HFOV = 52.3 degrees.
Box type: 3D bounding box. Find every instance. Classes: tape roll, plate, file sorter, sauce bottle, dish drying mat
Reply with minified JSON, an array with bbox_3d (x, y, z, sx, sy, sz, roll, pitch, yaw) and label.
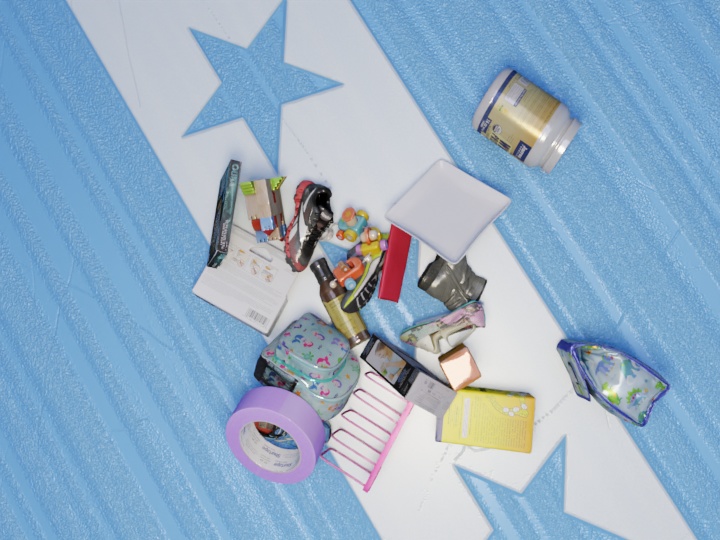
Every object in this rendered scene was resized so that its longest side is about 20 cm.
[{"bbox_3d":[-0.171,0.334,1.481,0.194,0.066,0.205,10,124,15],"label":"tape roll"},{"bbox_3d":[0.182,-0.120,1.529,0.198,0.033,0.200,34,68,28],"label":"plate"},{"bbox_3d":[0.018,0.325,1.523,0.123,0.139,0.204,28,90,9],"label":"file sorter"},{"bbox_3d":[-0.048,0.070,1.587,0.064,0.065,0.204,-28,82,4],"label":"sauce bottle"},{"bbox_3d":[0.077,-0.036,1.577,0.018,0.076,0.206,10,87,37],"label":"dish drying mat"}]

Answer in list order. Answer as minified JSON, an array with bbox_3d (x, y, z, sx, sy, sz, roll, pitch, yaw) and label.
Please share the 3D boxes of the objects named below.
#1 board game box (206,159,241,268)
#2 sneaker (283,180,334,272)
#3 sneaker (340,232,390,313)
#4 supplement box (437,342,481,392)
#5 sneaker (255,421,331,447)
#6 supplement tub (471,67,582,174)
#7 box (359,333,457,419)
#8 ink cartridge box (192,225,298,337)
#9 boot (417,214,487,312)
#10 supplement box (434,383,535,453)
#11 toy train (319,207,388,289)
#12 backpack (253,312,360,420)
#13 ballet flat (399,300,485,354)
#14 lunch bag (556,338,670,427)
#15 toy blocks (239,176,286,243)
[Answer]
[{"bbox_3d":[-0.293,-0.119,1.574,0.027,0.135,0.206,11,74,-18],"label":"board game box"},{"bbox_3d":[-0.107,-0.096,1.580,0.096,0.070,0.206,4,78,39],"label":"sneaker"},{"bbox_3d":[0.000,0.000,1.572,0.079,0.075,0.203,18,64,20],"label":"sneaker"},{"bbox_3d":[0.198,0.192,1.479,0.065,0.200,0.070,-30,87,3],"label":"supplement box"},{"bbox_3d":[-0.159,0.343,1.567,0.194,0.090,0.081,5,87,7],"label":"sneaker"},{"bbox_3d":[0.345,-0.308,1.523,0.198,0.144,0.146,36,91,8],"label":"supplement tub"},{"bbox_3d":[0.093,0.210,1.480,0.115,0.199,0.061,32,91,-33],"label":"box"},{"bbox_3d":[-0.247,0.021,1.624,0.196,0.044,0.176,27,75,8],"label":"ink cartridge box"},{"bbox_3d":[0.220,-0.009,1.569,0.129,0.068,0.203,33,90,-5],"label":"boot"},{"bbox_3d":[0.254,0.301,1.511,0.194,0.109,0.113,6,87,7],"label":"supplement box"},{"bbox_3d":[-0.027,-0.059,1.542,0.148,0.056,0.202,-29,44,1],"label":"toy train"},{"bbox_3d":[-0.098,0.201,1.518,0.199,0.177,0.152,38,127,8],"label":"backpack"},{"bbox_3d":[0.172,0.131,1.530,0.196,0.069,0.073,-25,64,22],"label":"ballet flat"},{"bbox_3d":[0.486,0.207,1.459,0.198,0.170,0.129,37,90,7],"label":"lunch bag"},{"bbox_3d":[-0.200,-0.123,1.563,0.097,0.200,0.141,-8,97,5],"label":"toy blocks"}]
